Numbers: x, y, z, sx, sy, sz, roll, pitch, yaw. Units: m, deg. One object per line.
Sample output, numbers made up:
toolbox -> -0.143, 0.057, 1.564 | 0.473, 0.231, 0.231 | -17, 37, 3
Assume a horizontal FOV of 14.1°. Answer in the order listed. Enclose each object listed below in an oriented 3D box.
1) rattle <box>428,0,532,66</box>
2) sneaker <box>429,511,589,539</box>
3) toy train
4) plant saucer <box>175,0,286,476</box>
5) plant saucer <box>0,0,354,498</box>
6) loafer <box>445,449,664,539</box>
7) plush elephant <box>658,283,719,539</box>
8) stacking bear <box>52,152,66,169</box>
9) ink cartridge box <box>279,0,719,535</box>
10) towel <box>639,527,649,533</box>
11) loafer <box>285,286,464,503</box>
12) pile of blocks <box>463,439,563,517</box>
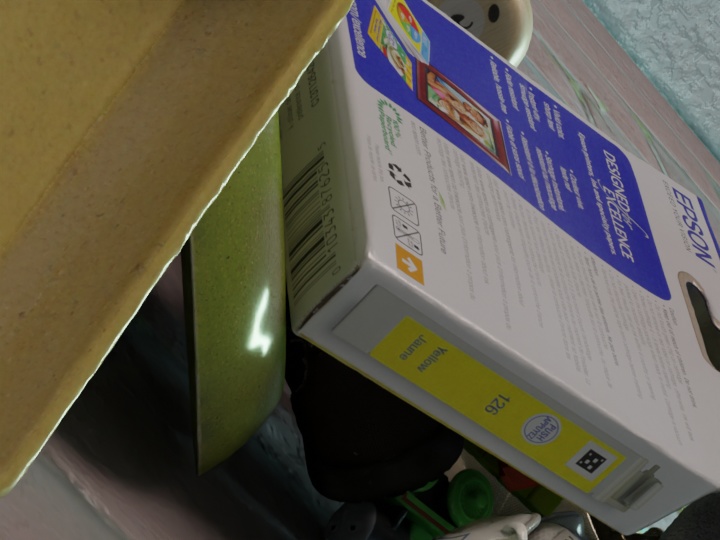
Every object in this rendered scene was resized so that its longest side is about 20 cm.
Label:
rattle -> 0.009, -0.095, 1.178 | 0.130, 0.200, 0.143 | 56, 12, 19
sneaker -> 0.028, 0.110, 0.919 | 0.075, 0.087, 0.200 | 54, 13, 2
toy train -> 0.057, 0.124, 1.067 | 0.200, 0.056, 0.042 | 39, -28, -32
plant saucer -> -0.043, -0.035, 0.930 | 0.200, 0.031, 0.200 | 176, -90, -85
plant saucer -> -0.119, -0.074, 0.766 | 0.200, 0.200, 0.048 | 45, -24, -28
loafer -> 0.104, 0.137, 1.171 | 0.200, 0.068, 0.076 | 54, 12, 8
plush elephant -> 0.182, 0.082, 1.075 | 0.200, 0.164, 0.155 | -98, -170, -77
stacking bear -> -0.132, -0.084, 0.851 | 0.200, 0.121, 0.114 | 59, -2, -10
ink cartridge box -> 0.054, -0.005, 0.990 | 0.200, 0.047, 0.198 | 35, 25, -28
towel -> 0.172, 0.182, 1.416 | 0.147, 0.022, 0.200 | 58, 13, 29
loafer -> 0.000, 0.000, 1.038 | 0.200, 0.073, 0.071 | -105, 179, -59
pile of blocks -> 0.036, 0.053, 1.101 | 0.200, 0.062, 0.082 | 25, -21, 53
